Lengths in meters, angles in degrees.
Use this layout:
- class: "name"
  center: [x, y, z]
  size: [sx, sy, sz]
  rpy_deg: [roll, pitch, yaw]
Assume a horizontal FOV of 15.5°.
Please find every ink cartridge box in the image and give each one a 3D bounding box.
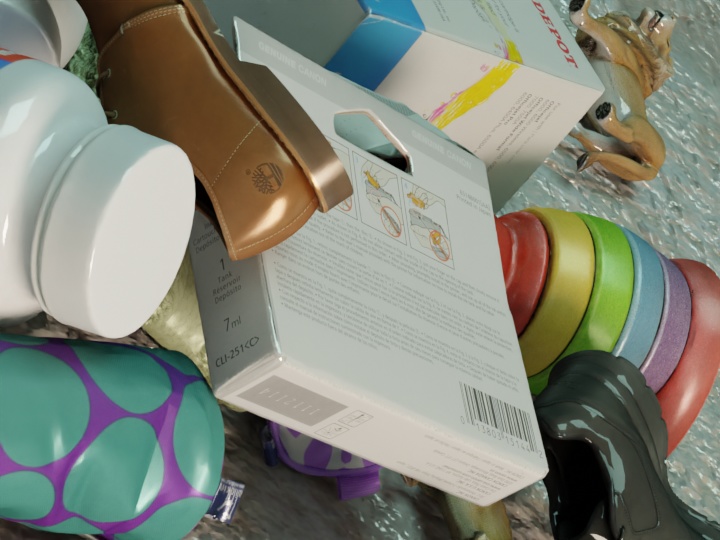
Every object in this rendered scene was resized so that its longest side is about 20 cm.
- class: "ink cartridge box"
  center: [0.000, 0.000, 1.216]
  size: [0.200, 0.045, 0.177]
  rpy_deg: [27, 44, -46]
- class: "ink cartridge box"
  center: [0.005, -0.123, 1.499]
  size: [0.199, 0.145, 0.148]
  rpy_deg: [14, 38, -43]

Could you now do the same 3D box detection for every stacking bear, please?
- class: "stacking bear"
  center: [0.096, 0.016, 1.468]
  size: [0.199, 0.114, 0.122]
  rpy_deg: [21, 33, -28]

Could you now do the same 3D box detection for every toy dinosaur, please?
- class: "toy dinosaur"
  center: [0.054, 0.097, 1.364]
  size: [0.101, 0.058, 0.200]
  rpy_deg: [56, 22, -8]

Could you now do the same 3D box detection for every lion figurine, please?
- class: "lion figurine"
  center: [0.177, -0.115, 1.826]
  size: [0.122, 0.072, 0.201]
  rpy_deg: [39, 38, -36]

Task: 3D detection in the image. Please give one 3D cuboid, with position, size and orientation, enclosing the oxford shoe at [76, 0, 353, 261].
- class: "oxford shoe"
  center: [-0.091, -0.086, 1.128]
  size: [0.200, 0.071, 0.071]
  rpy_deg: [49, -9, 25]

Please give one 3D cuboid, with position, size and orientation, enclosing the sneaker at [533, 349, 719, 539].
- class: "sneaker"
  center: [0.141, 0.143, 1.359]
  size: [0.201, 0.076, 0.091]
  rpy_deg: [56, 35, 0]

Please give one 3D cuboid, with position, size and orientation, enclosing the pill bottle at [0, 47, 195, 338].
- class: "pill bottle"
  center: [-0.172, -0.042, 1.089]
  size: [0.199, 0.113, 0.112]
  rpy_deg: [19, 19, 21]

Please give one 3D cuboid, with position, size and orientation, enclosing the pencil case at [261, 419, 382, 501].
- class: "pencil case"
  center: [-0.013, 0.021, 1.338]
  size: [0.201, 0.083, 0.086]
  rpy_deg: [-96, 170, -50]

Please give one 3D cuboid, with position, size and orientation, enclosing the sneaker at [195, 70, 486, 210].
- class: "sneaker"
  center: [-0.032, -0.060, 1.293]
  size: [0.199, 0.074, 0.089]
  rpy_deg: [6, 34, -50]

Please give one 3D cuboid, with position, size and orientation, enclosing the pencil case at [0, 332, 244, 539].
- class: "pencil case"
  center: [-0.145, 0.071, 1.074]
  size: [0.085, 0.093, 0.199]
  rpy_deg: [15, 4, 44]

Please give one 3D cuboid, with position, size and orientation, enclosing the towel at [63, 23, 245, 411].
- class: "towel"
  center: [-0.091, -0.042, 1.274]
  size: [0.148, 0.036, 0.201]
  rpy_deg: [43, 31, -37]

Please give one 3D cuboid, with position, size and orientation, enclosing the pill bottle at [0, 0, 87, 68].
- class: "pill bottle"
  center: [-0.183, -0.149, 1.246]
  size: [0.111, 0.111, 0.201]
  rpy_deg: [28, 30, -26]
